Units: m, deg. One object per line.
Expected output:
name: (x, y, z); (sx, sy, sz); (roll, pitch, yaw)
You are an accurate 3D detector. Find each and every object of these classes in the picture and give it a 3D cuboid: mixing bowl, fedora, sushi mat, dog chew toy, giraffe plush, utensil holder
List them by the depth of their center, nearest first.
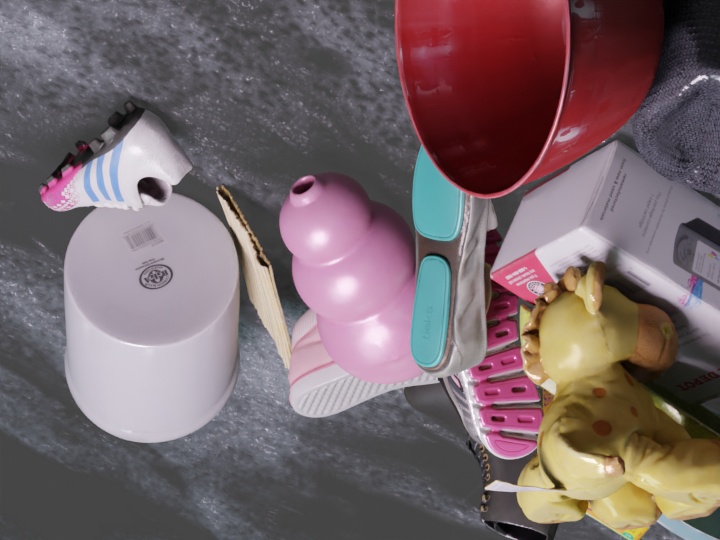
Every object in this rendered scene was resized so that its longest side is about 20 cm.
mixing bowl: (0.114, -0.148, 1.213); (0.107, 0.202, 0.200); (-6, 168, -27)
fedora: (0.227, -0.112, 1.250); (0.199, 0.092, 0.201); (20, 154, 10)
giraffe plush: (0.171, 0.086, 1.425); (0.199, 0.164, 0.172); (16, 156, -38)
dog chew toy: (0.000, 0.000, 1.651); (0.124, 0.125, 0.201); (1, 138, 41)
sushi mat: (-0.092, 0.009, 1.807); (0.096, 0.012, 0.201); (60, 170, 29)
utensil holder: (-0.192, 0.044, 1.842); (0.169, 0.171, 0.200); (22, 153, 5)

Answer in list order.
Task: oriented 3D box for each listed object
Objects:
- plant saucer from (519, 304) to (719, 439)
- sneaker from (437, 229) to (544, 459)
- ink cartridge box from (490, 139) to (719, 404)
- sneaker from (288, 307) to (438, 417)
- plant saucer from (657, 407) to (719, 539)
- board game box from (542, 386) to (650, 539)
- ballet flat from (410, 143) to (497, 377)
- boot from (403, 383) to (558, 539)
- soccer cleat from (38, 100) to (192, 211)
plant saucer: (0.214, 0.104, 1.582); (0.199, 0.048, 0.200); (34, -174, 15)
sneaker: (0.092, 0.054, 1.617); (0.073, 0.202, 0.087); (-14, 178, -17)
ink cartridge box: (0.219, 0.005, 1.491); (0.199, 0.086, 0.147); (30, 154, -15)
sneaker: (0.024, 0.053, 1.791); (0.199, 0.105, 0.075); (-19, 141, 15)
plant saucer: (0.282, 0.173, 1.653); (0.199, 0.200, 0.028); (26, 116, -2)
board game box: (0.197, 0.141, 1.690); (0.095, 0.201, 0.030); (32, 115, -13)
ballet flat: (0.074, -0.019, 1.530); (0.063, 0.202, 0.067); (-5, -166, -40)
boot: (0.111, 0.170, 1.843); (0.198, 0.139, 0.078); (13, 153, 26)
soccer cleat: (-0.214, -0.077, 1.736); (0.086, 0.070, 0.200); (44, 149, -13)
